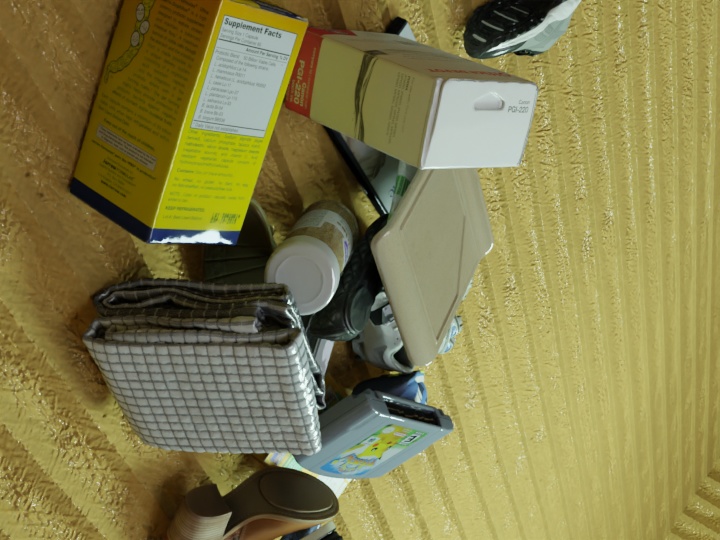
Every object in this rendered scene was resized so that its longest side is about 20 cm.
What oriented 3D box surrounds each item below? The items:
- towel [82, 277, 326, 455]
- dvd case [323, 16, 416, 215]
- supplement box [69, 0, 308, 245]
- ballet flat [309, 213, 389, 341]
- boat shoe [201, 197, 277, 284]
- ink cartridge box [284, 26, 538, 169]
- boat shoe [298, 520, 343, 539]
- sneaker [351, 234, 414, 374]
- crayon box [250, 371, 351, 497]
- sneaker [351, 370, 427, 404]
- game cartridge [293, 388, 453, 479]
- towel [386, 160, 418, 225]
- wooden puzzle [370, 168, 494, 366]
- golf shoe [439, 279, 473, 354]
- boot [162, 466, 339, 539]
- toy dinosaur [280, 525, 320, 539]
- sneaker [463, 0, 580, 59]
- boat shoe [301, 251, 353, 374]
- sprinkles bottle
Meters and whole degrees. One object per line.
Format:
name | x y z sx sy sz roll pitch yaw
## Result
towel | -0.133 0.085 1.033 0.167 0.196 0.086 78 16 -45
dvd case | 0.036 -0.160 1.242 0.144 0.017 0.200 -55 148 -12
supplement box | -0.142 -0.134 0.926 0.108 0.109 0.203 0 114 -54
ballet flat | 0.000 0.000 1.199 0.201 0.056 0.067 -59 135 -49
boat shoe | -0.113 0.003 1.121 0.064 0.072 0.203 -91 175 -52
ink cartridge box | 0.046 -0.164 1.062 0.144 0.199 0.086 -6 114 -43
boat shoe | -0.103 0.355 1.265 0.199 0.064 0.074 -29 171 3
sneaker | 0.036 0.041 1.322 0.074 0.088 0.202 -47 145 -33
crayon box | -0.057 0.199 1.350 0.126 0.051 0.201 -53 147 -13
sneaker | 0.044 0.169 1.387 0.200 0.073 0.084 4 80 -72
game cartridge | 0.010 0.193 1.299 0.132 0.041 0.199 -32 152 23
towel | 0.069 -0.080 1.245 0.152 0.023 0.203 37 61 -58
wooden puzzle | 0.077 -0.029 1.212 0.201 0.037 0.187 -56 140 -37
golf shoe | 0.082 0.034 1.403 0.096 0.078 0.203 -25 132 -35
boot | -0.132 0.298 1.262 0.197 0.074 0.156 3 129 -29
toy dinosaur | -0.086 0.335 1.372 0.103 0.200 0.185 12 98 -19
sneaker | 0.192 -0.280 1.323 0.199 0.074 0.080 -32 143 -39
boat shoe | -0.056 0.062 1.236 0.069 0.056 0.203 160 -54 -80
sprinkles bottle | -0.044 -0.018 1.103 0.200 0.067 0.069 -69 177 -74
